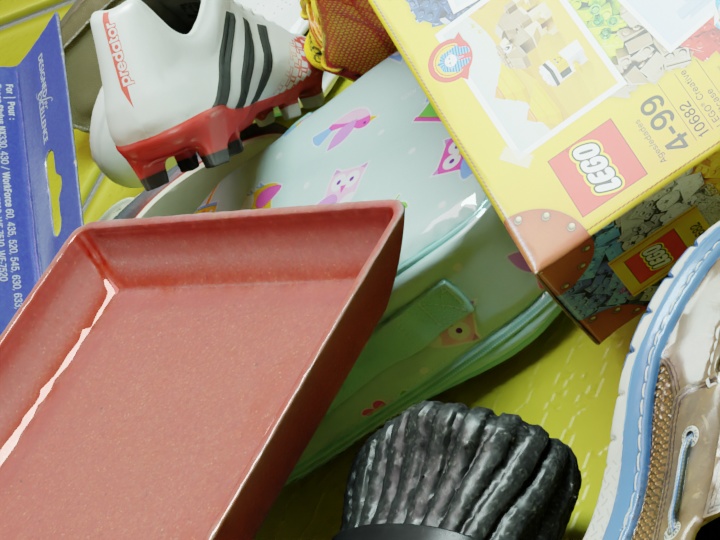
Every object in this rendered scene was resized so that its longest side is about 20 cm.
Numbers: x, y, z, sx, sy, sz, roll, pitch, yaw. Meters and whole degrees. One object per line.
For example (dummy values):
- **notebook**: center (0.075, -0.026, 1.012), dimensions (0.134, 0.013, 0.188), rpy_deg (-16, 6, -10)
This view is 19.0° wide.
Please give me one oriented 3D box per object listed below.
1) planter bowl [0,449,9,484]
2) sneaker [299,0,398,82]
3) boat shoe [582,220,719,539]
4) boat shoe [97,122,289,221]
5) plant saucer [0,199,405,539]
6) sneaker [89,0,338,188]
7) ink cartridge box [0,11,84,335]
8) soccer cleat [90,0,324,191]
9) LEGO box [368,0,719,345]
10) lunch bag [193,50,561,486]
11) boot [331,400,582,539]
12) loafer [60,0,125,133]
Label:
- **planter bowl**: center (-0.184, 0.127, 0.924), dimensions (0.200, 0.083, 0.201), rpy_deg (-13, 68, 34)
- **sneaker**: center (0.000, -0.118, 0.946), dimensions (0.077, 0.200, 0.073), rpy_deg (-28, 56, 13)
- **boat shoe**: center (0.120, 0.074, 0.681), dimensions (0.072, 0.072, 0.200), rpy_deg (3, 67, 49)
- **boat shoe**: center (-0.102, -0.007, 1.070), dimensions (0.200, 0.071, 0.063), rpy_deg (-44, 30, 18)
- **plant saucer**: center (-0.087, 0.062, 0.827), dimensions (0.200, 0.037, 0.200), rpy_deg (-2, 47, 44)
- **sneaker**: center (-0.060, -0.102, 1.132), dimensions (0.200, 0.075, 0.089), rpy_deg (-39, 42, 14)
- **ink cartridge box**: center (-0.199, 0.001, 1.088), dimensions (0.200, 0.047, 0.198), rpy_deg (-53, 39, 44)
- **soccer cleat**: center (-0.068, -0.098, 0.966), dimensions (0.068, 0.085, 0.200), rpy_deg (-17, 11, 19)
- **LEGO box**: center (0.091, -0.100, 0.791), dimensions (0.149, 0.077, 0.200), rpy_deg (-34, 58, 8)
- **lunch bag**: center (0.000, 0.000, 0.914), dimensions (0.200, 0.077, 0.161), rpy_deg (-35, 33, 23)
- **boot**: center (-0.022, 0.133, 0.775), dimensions (0.211, 0.079, 0.158), rpy_deg (-8, 54, 35)
- **loafer**: center (-0.108, -0.144, 1.233), dimensions (0.200, 0.076, 0.067), rpy_deg (-38, 24, 18)
